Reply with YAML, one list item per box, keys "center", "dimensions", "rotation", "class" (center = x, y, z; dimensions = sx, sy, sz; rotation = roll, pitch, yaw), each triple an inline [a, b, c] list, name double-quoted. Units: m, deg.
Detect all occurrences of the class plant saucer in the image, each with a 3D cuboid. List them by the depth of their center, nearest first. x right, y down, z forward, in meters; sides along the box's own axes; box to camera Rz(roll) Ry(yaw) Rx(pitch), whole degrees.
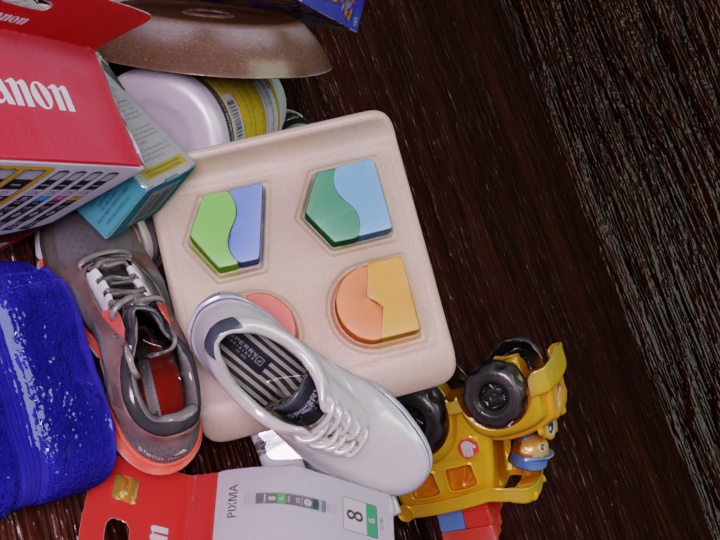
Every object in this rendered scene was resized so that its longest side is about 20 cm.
- center: [-0.119, -0.183, 0.887]
  dimensions: [0.200, 0.198, 0.037]
  rotation: [-49, 147, -68]
  class: "plant saucer"

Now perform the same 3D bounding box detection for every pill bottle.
- center: [-0.130, -0.121, 0.936]
  dimensions: [0.113, 0.112, 0.200]
  rotation: [62, 20, -8]
  class: "pill bottle"

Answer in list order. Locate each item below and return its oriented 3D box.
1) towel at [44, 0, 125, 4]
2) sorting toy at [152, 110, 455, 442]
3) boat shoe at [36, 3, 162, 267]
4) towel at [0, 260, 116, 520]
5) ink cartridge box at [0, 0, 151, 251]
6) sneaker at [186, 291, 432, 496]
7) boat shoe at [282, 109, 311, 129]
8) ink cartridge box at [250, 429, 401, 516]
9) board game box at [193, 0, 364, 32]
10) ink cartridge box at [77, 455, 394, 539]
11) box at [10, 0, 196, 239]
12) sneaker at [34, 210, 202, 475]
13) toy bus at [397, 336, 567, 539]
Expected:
- center: [-0.233, -0.263, 0.956]
  dimensions: [0.200, 0.034, 0.134]
  rotation: [29, 41, -58]
  class: "towel"
- center: [-0.042, 0.000, 0.796]
  dimensions: [0.036, 0.183, 0.202]
  rotation: [122, -46, -80]
  class: "sorting toy"
- center: [-0.187, -0.095, 0.827]
  dimensions: [0.057, 0.066, 0.202]
  rotation: [-34, 105, -59]
  class: "boat shoe"
- center: [-0.211, 0.062, 0.618]
  dimensions: [0.149, 0.049, 0.200]
  rotation: [67, 20, 7]
  class: "towel"
- center: [-0.210, -0.073, 0.594]
  dimensions: [0.085, 0.174, 0.200]
  rotation: [66, 21, 5]
  class: "ink cartridge box"
- center: [-0.031, 0.093, 0.742]
  dimensions: [0.199, 0.073, 0.071]
  rotation: [36, 7, -19]
  class: "sneaker"
- center: [-0.034, -0.084, 1.199]
  dimensions: [0.201, 0.072, 0.068]
  rotation: [56, -3, -36]
  class: "boat shoe"
- center: [-0.043, 0.104, 0.874]
  dimensions: [0.144, 0.083, 0.202]
  rotation: [88, -20, -83]
  class: "ink cartridge box"
- center: [-0.110, -0.245, 0.930]
  dimensions: [0.134, 0.198, 0.045]
  rotation: [2, 103, -69]
  class: "board game box"
- center: [-0.071, 0.185, 0.691]
  dimensions: [0.198, 0.050, 0.162]
  rotation: [22, 38, -20]
  class: "ink cartridge box"
- center: [-0.205, -0.115, 0.746]
  dimensions: [0.200, 0.049, 0.082]
  rotation: [45, 22, 0]
  class: "box"
- center: [-0.144, 0.025, 0.726]
  dimensions: [0.076, 0.082, 0.201]
  rotation: [-20, 72, -30]
  class: "sneaker"
- center: [0.118, 0.176, 1.105]
  dimensions: [0.136, 0.198, 0.194]
  rotation: [-22, 94, -69]
  class: "toy bus"
